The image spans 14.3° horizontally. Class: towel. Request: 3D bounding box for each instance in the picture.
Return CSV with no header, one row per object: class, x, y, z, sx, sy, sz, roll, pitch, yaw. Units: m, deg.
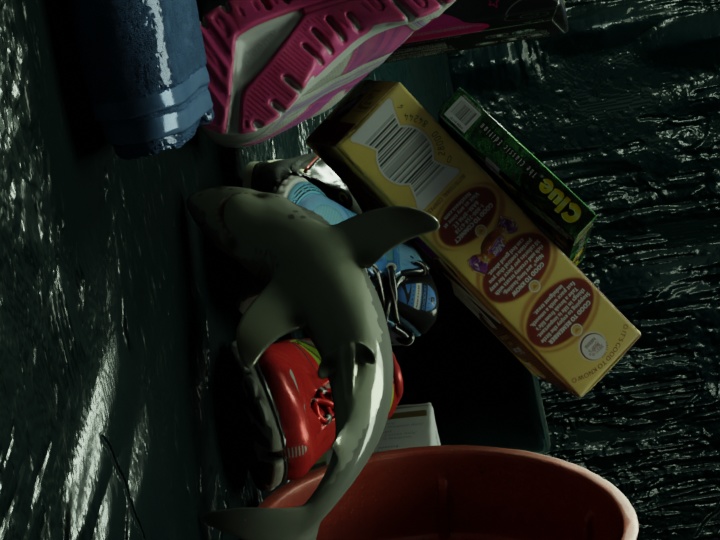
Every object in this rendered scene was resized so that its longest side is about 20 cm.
towel,-0.106,-0.150,1.225,0.112,0.048,0.201,-63,144,-80

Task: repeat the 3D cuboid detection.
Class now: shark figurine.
shark figurine,-0.011,0.054,1.408,0.090,0.128,0.215,64,18,-62

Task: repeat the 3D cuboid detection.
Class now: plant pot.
plant pot,0.046,0.220,1.488,0.201,0.200,0.196,-83,170,-69
plant pot,0.029,0.018,1.827,0.200,0.141,0.142,-98,176,-61

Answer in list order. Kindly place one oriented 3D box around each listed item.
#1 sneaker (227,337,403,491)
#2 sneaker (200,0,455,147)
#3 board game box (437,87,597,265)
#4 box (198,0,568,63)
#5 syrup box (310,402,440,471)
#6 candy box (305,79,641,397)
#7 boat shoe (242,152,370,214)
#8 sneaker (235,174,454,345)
sneaker,-0.020,0.063,1.524,0.200,0.085,0.077,-61,141,-80
sneaker,-0.019,-0.135,1.516,0.081,0.200,0.088,54,-15,5
board game box,0.088,-0.047,1.657,0.105,0.023,0.200,45,-3,7
box,0.011,-0.181,1.639,0.132,0.199,0.115,17,65,-84
syrup box,0.010,0.164,1.674,0.200,0.081,0.079,-89,171,-61
candy box,0.062,-0.020,1.637,0.200,0.056,0.117,44,-3,-9
boat shoe,-0.030,-0.033,1.686,0.201,0.063,0.074,-52,136,-76
sneaker,0.000,0.000,1.558,0.200,0.090,0.079,6,102,-70
